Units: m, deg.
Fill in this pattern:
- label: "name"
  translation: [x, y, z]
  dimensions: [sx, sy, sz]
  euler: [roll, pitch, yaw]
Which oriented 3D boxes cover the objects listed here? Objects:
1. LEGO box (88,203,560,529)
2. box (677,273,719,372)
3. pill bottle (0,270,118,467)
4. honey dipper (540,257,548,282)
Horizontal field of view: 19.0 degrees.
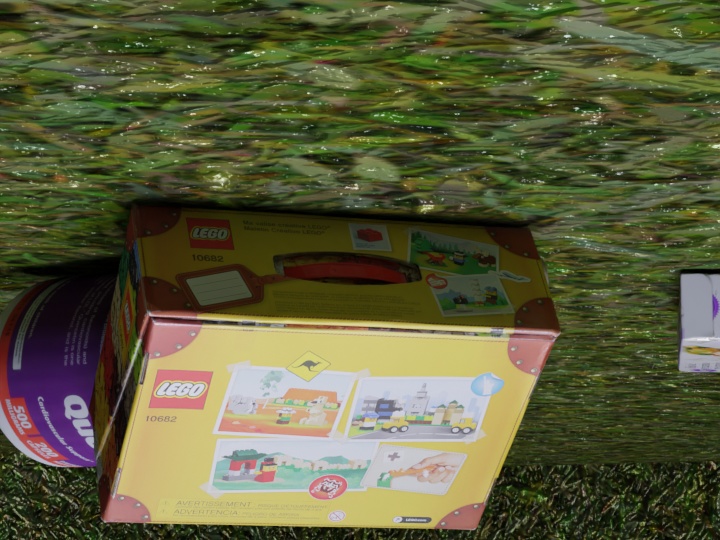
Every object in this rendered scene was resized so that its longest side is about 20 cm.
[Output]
- label: "LEGO box"
  translation: [-0.023, 0.051, 1.053]
  dimensions: [0.200, 0.077, 0.149]
  euler: [3, 133, -16]
- label: "box"
  translation: [0.211, 0.033, 1.293]
  dimensions: [0.039, 0.042, 0.200]
  euler: [1, 173, 8]
- label: "pill bottle"
  translation: [-0.113, 0.053, 1.210]
  dimensions: [0.200, 0.113, 0.112]
  euler: [-7, 169, 43]
- label: "honey dipper"
  translation: [0.000, 0.000, 1.090]
  dimensions: [0.200, 0.038, 0.038]
  euler: [6, 171, -23]
